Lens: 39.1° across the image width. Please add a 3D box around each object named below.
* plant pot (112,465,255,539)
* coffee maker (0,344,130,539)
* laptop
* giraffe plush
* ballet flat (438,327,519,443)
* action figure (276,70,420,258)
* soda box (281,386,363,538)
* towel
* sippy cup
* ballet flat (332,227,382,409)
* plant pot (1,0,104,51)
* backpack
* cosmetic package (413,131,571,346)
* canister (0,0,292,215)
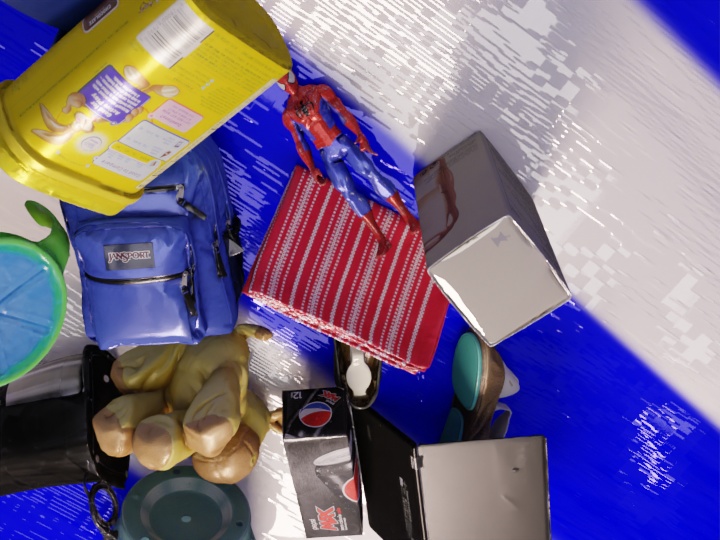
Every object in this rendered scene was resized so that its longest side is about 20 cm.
[{"bbox_3d":[-0.193,0.322,1.089,0.199,0.200,0.189,9,124,-4],"label":"plant pot"},{"bbox_3d":[-0.351,0.182,1.041,0.199,0.193,0.135,-12,132,8],"label":"coffee maker"},{"bbox_3d":[0.097,0.234,1.106,0.115,0.200,0.188,-21,119,-26],"label":"laptop"},{"bbox_3d":[-0.155,0.150,1.052,0.172,0.200,0.163,7,138,27],"label":"giraffe plush"},{"bbox_3d":[0.132,0.145,1.096,0.072,0.068,0.201,-4,118,-20],"label":"ballet flat"},{"bbox_3d":[-0.018,-0.109,0.962,0.065,0.052,0.200,-34,95,18],"label":"action figure"},{"bbox_3d":[-0.037,0.210,1.089,0.070,0.064,0.201,-4,137,3],"label":"soda box"},{"bbox_3d":[0.000,0.000,0.997,0.199,0.022,0.145,25,73,-13],"label":"towel"},{"bbox_3d":[-0.344,0.016,0.875,0.177,0.130,0.140,-12,118,-43],"label":"sippy cup"},{"bbox_3d":[0.002,0.056,1.044,0.068,0.068,0.201,-4,116,-1],"label":"ballet flat"},{"bbox_3d":[-0.208,-0.291,0.809,0.199,0.200,0.180,-30,120,13],"label":"plant pot"},{"bbox_3d":[-0.192,-0.036,0.948,0.162,0.168,0.201,-5,110,-3],"label":"backpack"},{"bbox_3d":[0.114,-0.035,0.925,0.087,0.200,0.103,-34,112,15],"label":"cosmetic package"},{"bbox_3d":[-0.168,-0.141,0.780,0.200,0.087,0.148,-34,154,19],"label":"canister"}]
